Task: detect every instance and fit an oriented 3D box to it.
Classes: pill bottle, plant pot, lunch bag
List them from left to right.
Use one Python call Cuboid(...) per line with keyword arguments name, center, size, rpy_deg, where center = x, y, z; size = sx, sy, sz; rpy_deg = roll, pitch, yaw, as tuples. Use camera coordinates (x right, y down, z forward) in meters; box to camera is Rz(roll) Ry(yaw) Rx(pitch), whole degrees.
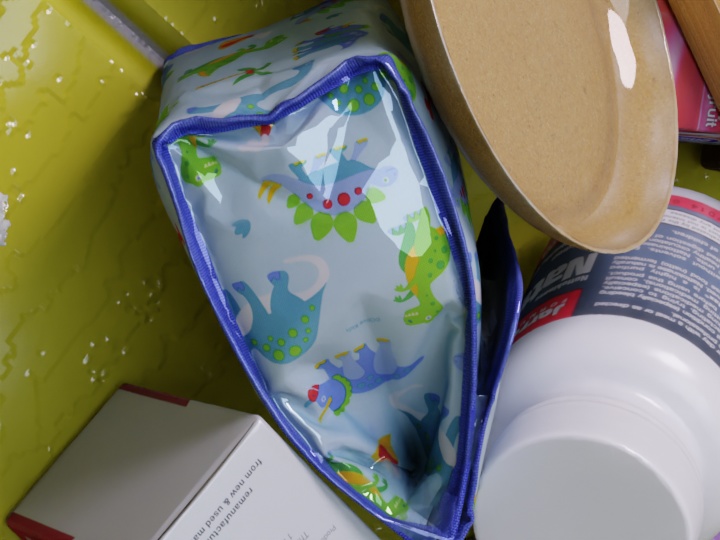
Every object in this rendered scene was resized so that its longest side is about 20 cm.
Cuboid(name="lunch bag", center=(0.000, 0.000, 1.080), size=(0.127, 0.170, 0.200), rpy_deg=(-18, 105, 4))
Cuboid(name="plant pot", center=(0.068, -0.100, 1.061), size=(0.200, 0.027, 0.200), rpy_deg=(31, 51, -48))
Cuboid(name="pill bottle", center=(0.113, 0.057, 1.130), size=(0.120, 0.119, 0.200), rpy_deg=(60, 27, -17))

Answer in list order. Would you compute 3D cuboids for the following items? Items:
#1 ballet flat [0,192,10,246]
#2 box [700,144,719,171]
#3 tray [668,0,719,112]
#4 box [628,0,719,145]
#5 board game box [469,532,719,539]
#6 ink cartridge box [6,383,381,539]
Cuboid(name="ballet flat", center=(-0.180, -0.091, 1.062), size=(0.072, 0.072, 0.200), rpy_deg=(-12, 100, -27))
Cuboid(name="box", center=(0.231, -0.140, 1.262), size=(0.100, 0.075, 0.200), rpy_deg=(6, 91, -28))
Cuboid(name="tray", center=(0.187, -0.123, 1.151), size=(0.099, 0.037, 0.200), rpy_deg=(-35, 110, -23))
Cuboid(name="box", center=(0.148, -0.159, 1.203), size=(0.100, 0.095, 0.200), rpy_deg=(4, 91, -29))
Cuboid(name="board game box", center=(0.118, 0.122, 1.188), size=(0.200, 0.120, 0.032), rpy_deg=(-26, 111, -25))
Cuboid(name="ink cartridge box", center=(-0.032, 0.147, 1.097), size=(0.200, 0.146, 0.083), rpy_deg=(47, 73, -22))
